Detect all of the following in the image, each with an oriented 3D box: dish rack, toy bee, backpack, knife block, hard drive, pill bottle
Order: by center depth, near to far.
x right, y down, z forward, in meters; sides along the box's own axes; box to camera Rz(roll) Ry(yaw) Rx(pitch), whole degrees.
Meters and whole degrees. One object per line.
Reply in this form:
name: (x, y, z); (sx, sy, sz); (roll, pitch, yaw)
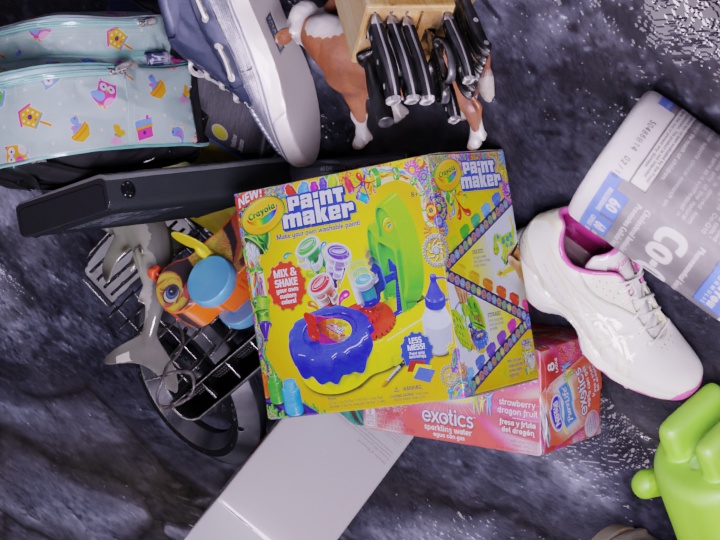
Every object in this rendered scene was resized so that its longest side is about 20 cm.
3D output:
knife block: (0.013, -0.197, 1.383); (0.199, 0.176, 0.064); (33, 144, 10)
pill bottle: (0.263, -0.032, 1.385); (0.199, 0.114, 0.114); (35, 145, 7)
backpack: (-0.250, -0.142, 1.599); (0.175, 0.199, 0.155); (-3, 102, 42)
hard drive: (-0.178, -0.064, 1.626); (0.139, 0.199, 0.033); (-14, 86, 47)
toy bee: (-0.143, 0.006, 1.683); (0.109, 0.200, 0.131); (39, 159, 39)
dish rack: (-0.181, 0.033, 1.869); (0.153, 0.055, 0.200); (-40, 98, 25)

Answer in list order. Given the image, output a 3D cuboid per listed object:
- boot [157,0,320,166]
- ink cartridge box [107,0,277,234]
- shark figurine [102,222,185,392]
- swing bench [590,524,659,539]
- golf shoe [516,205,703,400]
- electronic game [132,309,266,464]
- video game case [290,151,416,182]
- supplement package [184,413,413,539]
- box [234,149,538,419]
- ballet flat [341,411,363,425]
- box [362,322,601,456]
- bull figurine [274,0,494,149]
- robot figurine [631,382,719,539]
boot: (-0.103, -0.176, 1.591); (0.090, 0.073, 0.201); (-7, 117, 25)
ink cartridge box: (-0.167, -0.136, 1.730); (0.199, 0.047, 0.198); (29, 144, 12)
shark figurine: (-0.189, -0.005, 1.778); (0.089, 0.216, 0.128); (13, 135, -37)
swing bench: (0.317, 0.332, 1.723); (0.198, 0.130, 0.201); (13, 132, 34)
golf shoe: (0.209, 0.026, 1.537); (0.200, 0.075, 0.092); (39, 142, -1)
electronic game: (-0.173, 0.117, 1.993); (0.199, 0.042, 0.201); (30, 138, 32)
video game case: (0.000, 0.000, 1.655); (0.142, 0.019, 0.202); (-1, 96, 43)
supplement package: (-0.062, 0.217, 1.879); (0.120, 0.200, 0.121); (39, 144, 0)
box: (0.021, 0.012, 1.545); (0.199, 0.122, 0.194); (-10, 89, 36)
ballet flat: (-0.025, 0.064, 1.801); (0.070, 0.067, 0.201); (27, 143, 41)
box: (0.106, 0.097, 1.656); (0.199, 0.099, 0.096); (6, 102, 40)
bull figurine: (0.022, -0.161, 1.511); (0.199, 0.065, 0.122); (7, 136, 39)
robot figurine: (0.316, 0.194, 1.577); (0.175, 0.116, 0.201); (24, 147, 48)
